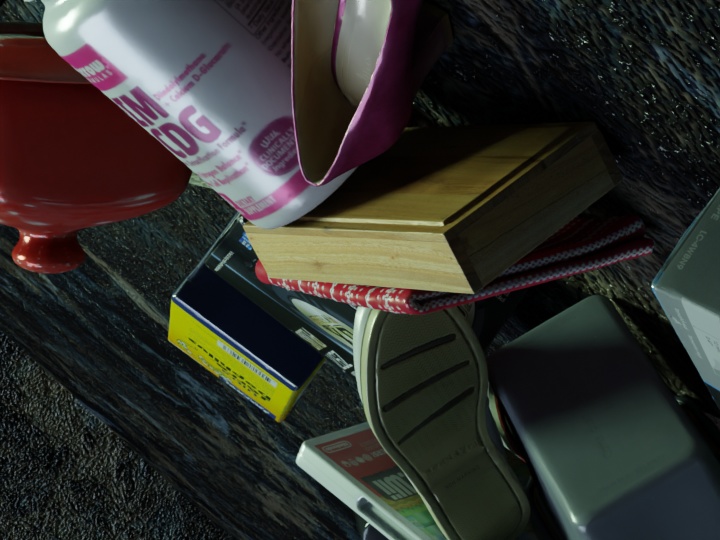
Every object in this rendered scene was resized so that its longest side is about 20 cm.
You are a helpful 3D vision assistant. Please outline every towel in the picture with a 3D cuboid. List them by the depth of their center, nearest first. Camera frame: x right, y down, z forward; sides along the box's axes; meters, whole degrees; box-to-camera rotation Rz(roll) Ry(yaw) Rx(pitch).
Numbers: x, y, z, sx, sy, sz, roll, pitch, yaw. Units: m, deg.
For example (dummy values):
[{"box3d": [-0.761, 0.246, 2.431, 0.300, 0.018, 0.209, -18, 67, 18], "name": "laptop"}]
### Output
[{"box3d": [0.043, -0.010, 1.213, 0.200, 0.144, 0.023, 11, 114, 65], "name": "towel"}]

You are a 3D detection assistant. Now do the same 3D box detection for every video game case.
[{"box3d": [0.076, 0.149, 1.396, 0.200, 0.018, 0.143, 37, -151, 28], "name": "video game case"}]

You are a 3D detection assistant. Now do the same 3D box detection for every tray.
[{"box3d": [0.030, -0.034, 1.150, 0.200, 0.098, 0.037, 3, 125, 61], "name": "tray"}]

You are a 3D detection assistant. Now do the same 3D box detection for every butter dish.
[{"box3d": [-0.186, -0.072, 1.414, 0.198, 0.149, 0.200, -1, -170, -31], "name": "butter dish"}]

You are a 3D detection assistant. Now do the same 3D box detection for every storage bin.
[{"box3d": [0.157, 0.110, 1.286, 0.135, 0.145, 0.200, 59, -178, -37], "name": "storage bin"}]

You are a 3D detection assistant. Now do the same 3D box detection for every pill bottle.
[{"box3d": [-0.083, -0.124, 1.150, 0.200, 0.114, 0.113, 41, 168, -18], "name": "pill bottle"}]

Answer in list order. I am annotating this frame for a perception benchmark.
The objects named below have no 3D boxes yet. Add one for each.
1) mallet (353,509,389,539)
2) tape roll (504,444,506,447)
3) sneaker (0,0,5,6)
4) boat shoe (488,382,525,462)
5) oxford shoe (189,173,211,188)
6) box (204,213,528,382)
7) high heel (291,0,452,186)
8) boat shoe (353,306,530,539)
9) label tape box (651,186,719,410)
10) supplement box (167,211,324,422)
[{"box3d": [0.090, 0.161, 1.445, 0.199, 0.041, 0.066, 14, -148, -8], "name": "mallet"}, {"box3d": [0.107, 0.144, 1.727, 0.202, 0.071, 0.203, 36, 168, 9], "name": "tape roll"}, {"box3d": [-0.271, -0.203, 1.504, 0.199, 0.076, 0.114, 32, 170, 37], "name": "sneaker"}, {"box3d": [0.155, 0.118, 1.488, 0.062, 0.071, 0.200, 3, 141, 51], "name": "boat shoe"}, {"box3d": [-0.147, -0.105, 1.567, 0.199, 0.058, 0.075, 20, 159, 8], "name": "oxford shoe"}, {"box3d": [0.000, 0.000, 1.449, 0.164, 0.086, 0.200, 38, 168, -4], "name": "box"}, {"box3d": [-0.015, -0.114, 1.032, 0.067, 0.096, 0.200, 33, 168, 20], "name": "high heel"}, {"box3d": [0.035, 0.073, 1.302, 0.068, 0.074, 0.201, 55, 168, 50], "name": "boat shoe"}, {"box3d": [0.238, 0.056, 1.022, 0.200, 0.066, 0.143, 31, 167, 34], "name": "label tape box"}, {"box3d": [-0.063, 0.024, 1.666, 0.109, 0.109, 0.200, 36, 168, 2], "name": "supplement box"}]
